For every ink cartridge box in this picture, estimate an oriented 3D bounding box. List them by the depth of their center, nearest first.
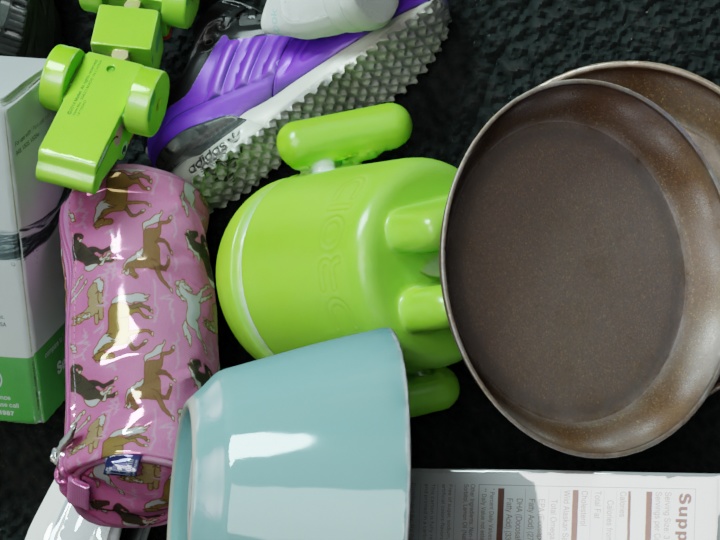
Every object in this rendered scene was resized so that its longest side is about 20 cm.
[{"bbox_3d":[-0.243,-0.023,1.701,0.146,0.083,0.201,6,116,17],"label":"ink cartridge box"}]

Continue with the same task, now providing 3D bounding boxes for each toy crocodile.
[{"bbox_3d":[-0.134,-0.123,1.673,0.067,0.062,0.201,10,56,10],"label":"toy crocodile"}]

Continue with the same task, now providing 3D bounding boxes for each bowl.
[{"bbox_3d":[-0.042,0.127,1.510,0.105,0.201,0.202,4,85,-9],"label":"bowl"}]

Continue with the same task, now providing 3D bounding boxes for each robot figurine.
[{"bbox_3d":[0.000,0.000,1.630,0.200,0.115,0.176,-7,97,48],"label":"robot figurine"}]

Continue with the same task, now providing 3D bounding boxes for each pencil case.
[{"bbox_3d":[-0.125,0.040,1.636,0.083,0.086,0.201,-20,56,28],"label":"pencil case"}]

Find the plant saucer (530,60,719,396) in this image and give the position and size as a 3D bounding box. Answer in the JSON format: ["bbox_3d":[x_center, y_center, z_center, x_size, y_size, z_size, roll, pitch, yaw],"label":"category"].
[{"bbox_3d":[0.150,-0.016,1.650,0.200,0.037,0.201,-2,83,17],"label":"plant saucer"}]

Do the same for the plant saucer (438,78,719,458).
[{"bbox_3d":[0.117,0.000,1.565,0.032,0.199,0.201,-10,79,57],"label":"plant saucer"}]

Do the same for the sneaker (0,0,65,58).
[{"bbox_3d":[-0.210,-0.114,1.751,0.076,0.091,0.201,16,111,13],"label":"sneaker"}]

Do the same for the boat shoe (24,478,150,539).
[{"bbox_3d":[-0.128,0.108,1.677,0.068,0.072,0.200,13,58,21],"label":"boat shoe"}]

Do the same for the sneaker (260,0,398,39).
[{"bbox_3d":[-0.016,-0.221,1.684,0.088,0.075,0.201,-10,53,36],"label":"sneaker"}]

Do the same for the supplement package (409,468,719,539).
[{"bbox_3d":[0.108,0.169,1.600,0.199,0.117,0.118,0,82,16],"label":"supplement package"}]

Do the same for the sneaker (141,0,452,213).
[{"bbox_3d":[-0.047,-0.124,1.705,0.200,0.070,0.100,-32,67,8],"label":"sneaker"}]
